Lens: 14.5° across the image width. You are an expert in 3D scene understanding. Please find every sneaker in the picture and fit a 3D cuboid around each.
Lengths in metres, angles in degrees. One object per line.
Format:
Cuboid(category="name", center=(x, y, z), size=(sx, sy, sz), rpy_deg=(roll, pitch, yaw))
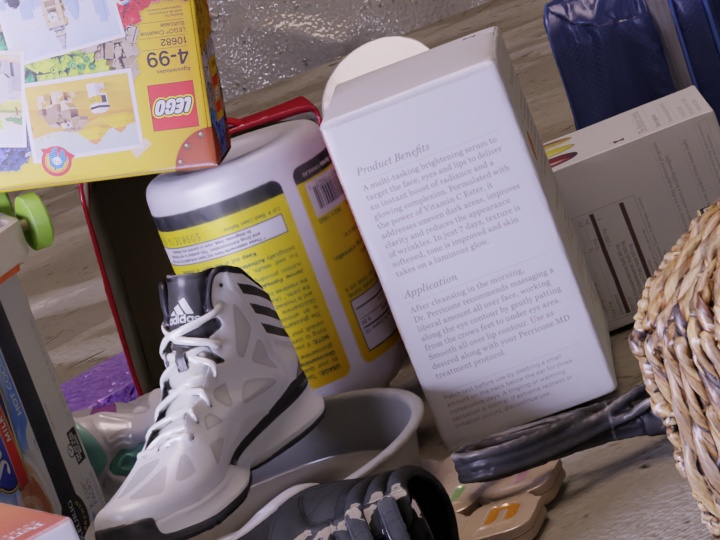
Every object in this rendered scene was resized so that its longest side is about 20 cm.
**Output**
Cuboid(category="sneaker", center=(-0.098, 0.067, 1.505), size=(0.075, 0.116, 0.200), rpy_deg=(-14, 15, 31))
Cuboid(category="sneaker", center=(-0.021, 0.148, 1.333), size=(0.099, 0.071, 0.200), rpy_deg=(-18, 15, 32))
Cuboid(category="sneaker", center=(-0.127, 0.105, 1.804), size=(0.199, 0.078, 0.140), rpy_deg=(-7, 14, 23))

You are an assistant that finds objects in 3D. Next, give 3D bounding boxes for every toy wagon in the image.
Cuboid(category="toy wagon", center=(-0.269, -0.008, 1.630), size=(0.155, 0.040, 0.200), rpy_deg=(-20, 14, -21))

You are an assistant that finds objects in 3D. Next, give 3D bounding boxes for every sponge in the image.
Cuboid(category="sponge", center=(-0.197, 0.099, 2.068), size=(0.200, 0.030, 0.111), rpy_deg=(-31, 15, -39))

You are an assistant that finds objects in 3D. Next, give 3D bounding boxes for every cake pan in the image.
Cuboid(category="cake pan", center=(-0.052, 0.124, 1.541), size=(0.199, 0.037, 0.200), rpy_deg=(-22, 12, 5))

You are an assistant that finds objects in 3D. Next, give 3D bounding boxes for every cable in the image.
Cuboid(category="cable", center=(0.143, 0.062, 1.474), size=(0.199, 0.051, 0.097), rpy_deg=(-11, 13, 7))

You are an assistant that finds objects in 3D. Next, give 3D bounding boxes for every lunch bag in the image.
Cuboid(category="lunch bag", center=(0.212, -0.127, 1.910), size=(0.132, 0.201, 0.136), rpy_deg=(-16, 6, 14))

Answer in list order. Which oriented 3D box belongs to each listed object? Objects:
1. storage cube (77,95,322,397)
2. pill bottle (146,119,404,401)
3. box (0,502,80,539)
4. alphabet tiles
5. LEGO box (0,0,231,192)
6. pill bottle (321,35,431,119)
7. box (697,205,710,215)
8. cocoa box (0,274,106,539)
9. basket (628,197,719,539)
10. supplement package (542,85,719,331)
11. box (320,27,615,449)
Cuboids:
Cuboid(category="storage cube", center=(-0.089, -0.010, 1.945), size=(0.170, 0.201, 0.180), rpy_deg=(-17, 7, -2))
Cuboid(category="pill bottle", center=(-0.042, 0.022, 1.675), size=(0.112, 0.201, 0.112), rpy_deg=(-20, 11, 4))
Cuboid(category="box", center=(-0.224, 0.196, 1.433), size=(0.152, 0.107, 0.200), rpy_deg=(-27, 11, -25))
Cuboid(category="alphabet tiles", center=(0.008, 0.144, 1.478), size=(0.199, 0.015, 0.196), rpy_deg=(-18, 14, 20))
Cuboid(category="LEGO box", center=(-0.184, -0.125, 1.621), size=(0.199, 0.150, 0.077), rpy_deg=(-7, 11, 6))
Cuboid(category="pill bottle", center=(0.053, -0.070, 1.908), size=(0.112, 0.200, 0.113), rpy_deg=(-13, 57, 20))
Cuboid(category="box", center=(0.298, -0.034, 1.621), size=(0.199, 0.076, 0.050), rpy_deg=(-21, 10, 8))
Cuboid(category="cocoa box", center=(-0.254, 0.108, 1.669), size=(0.133, 0.201, 0.131), rpy_deg=(-14, 13, 23))
Cuboid(category="basket", center=(0.241, 0.017, 1.293), size=(0.149, 0.143, 0.200), rpy_deg=(-11, 15, 48))
Cuboid(category="supplement package", center=(0.141, -0.024, 1.783), size=(0.199, 0.110, 0.114), rpy_deg=(-21, 10, 4))
Cuboid(category="box", center=(0.064, -0.022, 1.643), size=(0.106, 0.201, 0.152), rpy_deg=(-20, 10, 7))
